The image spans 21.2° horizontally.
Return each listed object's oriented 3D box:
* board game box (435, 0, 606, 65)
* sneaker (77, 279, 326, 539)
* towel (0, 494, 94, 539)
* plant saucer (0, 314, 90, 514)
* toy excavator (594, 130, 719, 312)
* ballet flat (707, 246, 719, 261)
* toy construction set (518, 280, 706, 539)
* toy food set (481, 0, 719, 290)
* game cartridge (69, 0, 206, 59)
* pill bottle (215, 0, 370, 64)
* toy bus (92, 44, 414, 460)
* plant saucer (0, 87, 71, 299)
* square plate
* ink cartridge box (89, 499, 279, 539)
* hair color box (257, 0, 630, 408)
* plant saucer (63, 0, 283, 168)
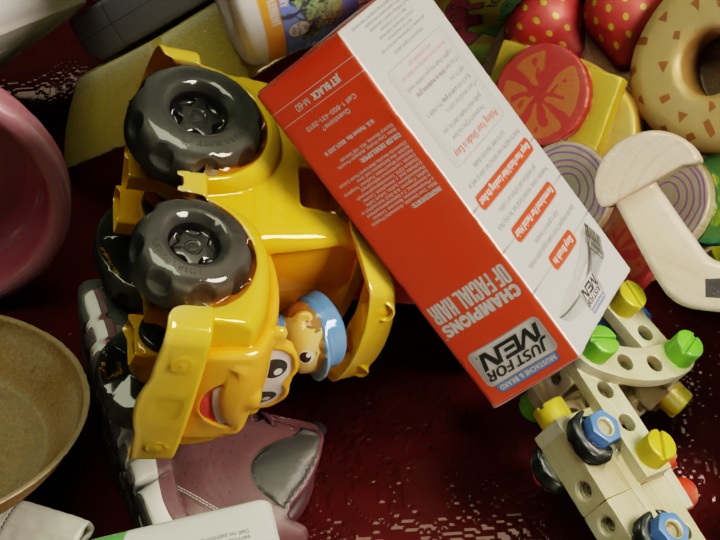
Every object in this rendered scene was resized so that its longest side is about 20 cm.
[{"bbox_3d":[0.126,-0.151,1.210,0.199,0.048,0.102,3,48,27],"label":"board game box"},{"bbox_3d":[-0.082,0.082,1.057,0.115,0.076,0.201,-14,58,-15],"label":"sneaker"},{"bbox_3d":[-0.238,0.189,0.988,0.199,0.035,0.193,17,51,18],"label":"towel"},{"bbox_3d":[-0.245,0.090,1.043,0.199,0.036,0.201,-1,33,1],"label":"plant saucer"},{"bbox_3d":[0.226,0.021,1.010,0.199,0.100,0.195,-3,91,13],"label":"toy excavator"},{"bbox_3d":[0.202,-0.035,1.146,0.067,0.067,0.200,-26,45,9],"label":"ballet flat"},{"bbox_3d":[0.162,0.100,1.008,0.131,0.092,0.200,-14,51,-43],"label":"toy construction set"},{"bbox_3d":[0.146,-0.084,1.105,0.199,0.049,0.199,21,94,30],"label":"toy food set"},{"bbox_3d":[-0.085,-0.196,1.201,0.200,0.042,0.133,-24,17,36],"label":"game cartridge"},{"bbox_3d":[0.011,-0.197,1.059,0.199,0.112,0.112,-21,49,-6],"label":"pill bottle"},{"bbox_3d":[-0.039,-0.001,1.011,0.191,0.136,0.201,8,49,-15],"label":"toy bus"},{"bbox_3d":[-0.265,-0.054,1.099,0.199,0.201,0.051,-5,48,0],"label":"plant saucer"},{"bbox_3d":[-0.250,-0.127,1.168,0.200,0.029,0.198,-31,5,27],"label":"square plate"},{"bbox_3d":[-0.088,0.225,0.892,0.146,0.083,0.201,-11,57,-7],"label":"ink cartridge box"},{"bbox_3d":[0.047,-0.043,0.990,0.200,0.064,0.111,52,31,-6],"label":"hair color box"},{"bbox_3d":[-0.086,-0.143,1.187,0.200,0.049,0.200,-36,11,-25],"label":"plant saucer"}]
